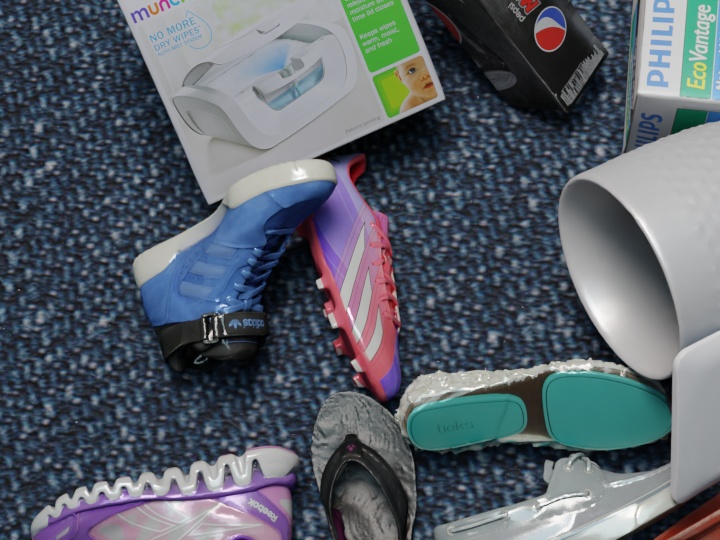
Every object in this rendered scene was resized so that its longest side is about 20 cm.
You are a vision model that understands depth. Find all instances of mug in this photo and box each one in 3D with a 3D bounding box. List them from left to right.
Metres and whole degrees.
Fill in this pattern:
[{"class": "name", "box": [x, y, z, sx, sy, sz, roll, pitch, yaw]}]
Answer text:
[{"class": "mug", "box": [0.256, -0.004, 0.971, 0.175, 0.148, 0.201, -23, 99, -14]}]

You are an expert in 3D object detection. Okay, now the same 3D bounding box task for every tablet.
[{"class": "tablet", "box": [0.286, 0.068, 0.946, 0.199, 0.131, 0.014, -24, 38, -21]}]

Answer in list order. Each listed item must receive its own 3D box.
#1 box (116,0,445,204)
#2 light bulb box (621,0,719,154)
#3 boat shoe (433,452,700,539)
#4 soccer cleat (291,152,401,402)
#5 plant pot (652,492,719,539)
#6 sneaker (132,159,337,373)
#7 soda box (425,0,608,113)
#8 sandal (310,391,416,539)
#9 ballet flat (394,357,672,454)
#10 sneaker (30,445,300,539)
[{"class": "box", "box": [-0.063, -0.176, 1.085, 0.199, 0.097, 0.177, -23, 106, -3]}, {"class": "light bulb box", "box": [0.306, -0.183, 1.070, 0.199, 0.125, 0.200, 5, 71, 7]}, {"class": "boat shoe", "box": [0.144, 0.164, 0.991, 0.200, 0.070, 0.072, -24, 75, 1]}, {"class": "soccer cleat", "box": [0.000, 0.000, 1.073, 0.076, 0.067, 0.201, -20, 67, -6]}, {"class": "plant pot", "box": [0.318, 0.207, 0.902, 0.200, 0.201, 0.196, -32, 78, -6]}, {"class": "sneaker", "box": [-0.081, 0.006, 1.041, 0.199, 0.077, 0.112, -30, 70, 30]}, {"class": "soda box", "box": [0.099, -0.205, 1.063, 0.071, 0.200, 0.063, 16, 67, 51]}, {"class": "sandal", "box": [0.006, 0.179, 1.013, 0.075, 0.048, 0.202, -9, 70, 3]}, {"class": "ballet flat", "box": [0.124, 0.090, 1.025, 0.199, 0.072, 0.072, -2, 70, 5]}, {"class": "sneaker", "box": [-0.135, 0.187, 1.014, 0.199, 0.081, 0.089, -12, 77, 1]}]
